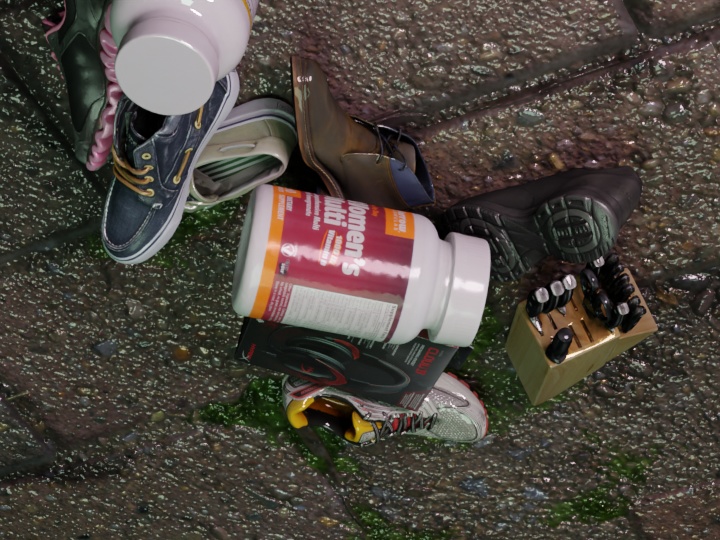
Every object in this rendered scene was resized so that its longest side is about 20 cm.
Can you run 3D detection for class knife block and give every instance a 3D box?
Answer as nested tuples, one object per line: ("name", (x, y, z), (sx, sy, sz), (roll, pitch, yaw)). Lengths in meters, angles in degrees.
("knife block", (0.164, 0.054, 1.706), (0.200, 0.064, 0.175), (-36, 162, 36))

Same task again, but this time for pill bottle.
("pill bottle", (-0.126, -0.207, 1.476), (0.103, 0.201, 0.105), (5, 135, 5))
("pill bottle", (0.000, 0.000, 1.639), (0.198, 0.110, 0.110), (10, 135, -8))

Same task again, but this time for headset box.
("headset box", (0.001, 0.046, 1.764), (0.198, 0.076, 0.149), (17, 151, -7))

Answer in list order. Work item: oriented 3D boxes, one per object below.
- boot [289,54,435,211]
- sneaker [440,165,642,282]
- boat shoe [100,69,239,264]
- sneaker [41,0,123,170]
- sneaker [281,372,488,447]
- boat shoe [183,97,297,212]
("boot", (0.001, -0.112, 1.646), (0.096, 0.075, 0.201), (-10, 142, 7))
("sneaker", (0.154, -0.045, 1.673), (0.199, 0.091, 0.076), (-4, 119, 45))
("boat shoe", (-0.178, -0.092, 1.632), (0.071, 0.091, 0.201), (36, 111, 21))
("sneaker", (-0.219, -0.171, 1.632), (0.095, 0.079, 0.201), (29, 135, 13))
("sneaker", (0.021, 0.135, 1.866), (0.198, 0.083, 0.078), (10, 135, -1))
("boat shoe", (-0.139, -0.084, 1.695), (0.199, 0.062, 0.072), (-25, 125, 30))
